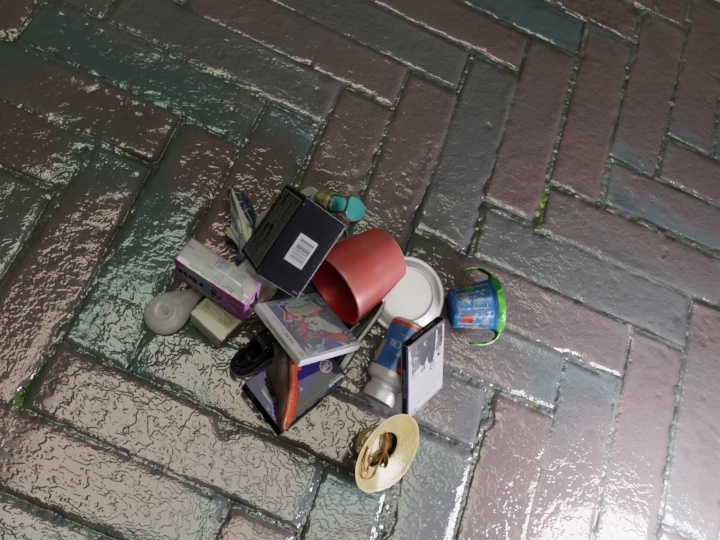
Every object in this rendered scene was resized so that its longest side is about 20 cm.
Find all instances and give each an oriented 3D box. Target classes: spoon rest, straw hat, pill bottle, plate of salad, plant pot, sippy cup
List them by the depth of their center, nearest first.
[{"bbox_3d":[0.036,0.402,1.610,0.201,0.202,0.085,-42,40,-25],"label":"straw hat"},{"bbox_3d":[-0.419,0.070,1.658,0.200,0.061,0.100,-39,80,-11],"label":"spoon rest"},{"bbox_3d":[0.086,0.221,1.677,0.112,0.112,0.201,28,76,-2],"label":"pill bottle"},{"bbox_3d":[0.000,0.000,1.682,0.177,0.201,0.201,-34,79,-23],"label":"plant pot"},{"bbox_3d":[0.288,0.092,1.784,0.129,0.140,0.179,-4,46,-5],"label":"sippy cup"},{"bbox_3d":[0.113,0.064,1.785,0.198,0.048,0.202,2,78,-7],"label":"plate of salad"}]

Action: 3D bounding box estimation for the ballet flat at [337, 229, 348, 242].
[{"bbox_3d":[-0.109,-0.114,1.751,0.199,0.068,0.064,16,22,-42],"label":"ballet flat"}]

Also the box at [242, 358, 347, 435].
[{"bbox_3d":[-0.152,0.261,1.630,0.200,0.079,0.141,-37,83,-24],"label":"box"}]

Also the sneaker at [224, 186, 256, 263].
[{"bbox_3d":[-0.303,-0.111,1.733,0.085,0.077,0.201,-23,76,14],"label":"sneaker"}]

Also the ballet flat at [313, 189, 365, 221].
[{"bbox_3d":[-0.055,-0.170,1.790,0.070,0.200,0.071,-2,86,27],"label":"ballet flat"}]

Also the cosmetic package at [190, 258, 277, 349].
[{"bbox_3d":[-0.299,0.076,1.668,0.105,0.071,0.200,42,65,6],"label":"cosmetic package"}]

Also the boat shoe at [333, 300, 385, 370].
[{"bbox_3d":[-0.010,0.145,1.704,0.060,0.076,0.201,33,71,8],"label":"boat shoe"}]

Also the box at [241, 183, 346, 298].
[{"bbox_3d":[-0.156,-0.072,1.605,0.123,0.198,0.201,34,93,-25],"label":"box"}]

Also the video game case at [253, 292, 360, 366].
[{"bbox_3d":[-0.120,0.130,1.610,0.199,0.023,0.182,-8,48,-49],"label":"video game case"}]

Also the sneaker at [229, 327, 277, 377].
[{"bbox_3d":[-0.215,0.172,1.642,0.076,0.088,0.200,46,65,7],"label":"sneaker"}]

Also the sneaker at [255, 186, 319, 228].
[{"bbox_3d":[-0.184,-0.138,1.788,0.199,0.071,0.073,-30,79,-1],"label":"sneaker"}]

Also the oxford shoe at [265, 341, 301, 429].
[{"bbox_3d":[-0.174,0.253,1.557,0.072,0.071,0.201,1,61,6],"label":"oxford shoe"}]

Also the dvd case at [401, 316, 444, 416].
[{"bbox_3d":[0.146,0.226,1.645,0.025,0.202,0.150,19,34,34],"label":"dvd case"}]

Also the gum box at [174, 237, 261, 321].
[{"bbox_3d":[-0.317,0.025,1.582,0.199,0.114,0.066,33,64,3],"label":"gum box"}]
